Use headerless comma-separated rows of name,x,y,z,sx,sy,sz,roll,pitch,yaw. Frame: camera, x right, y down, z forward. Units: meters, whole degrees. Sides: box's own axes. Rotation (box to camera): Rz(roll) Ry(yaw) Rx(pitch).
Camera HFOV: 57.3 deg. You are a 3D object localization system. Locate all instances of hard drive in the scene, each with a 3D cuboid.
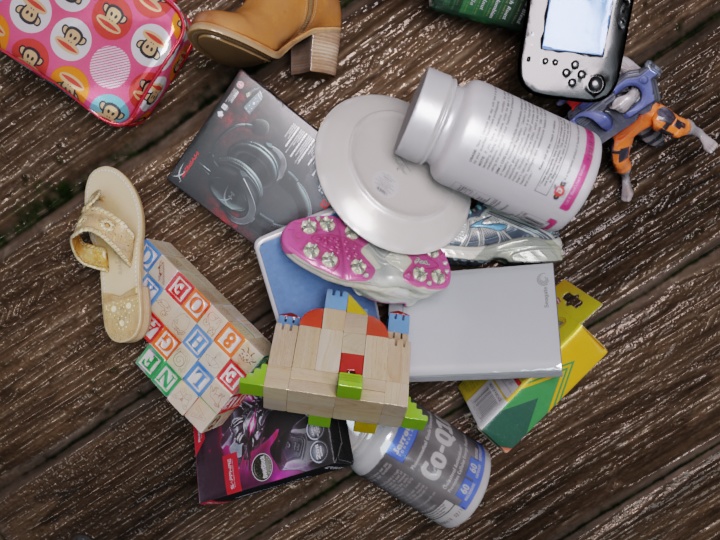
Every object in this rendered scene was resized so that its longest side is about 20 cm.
hard drive,0.129,0.061,0.769,0.196,0.027,0.134,-5,60,16

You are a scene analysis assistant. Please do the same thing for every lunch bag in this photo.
lunch bag,-0.287,-0.276,0.716,0.199,0.082,0.177,36,98,-9

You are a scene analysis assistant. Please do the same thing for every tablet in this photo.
tablet,-0.044,0.025,0.778,0.128,0.014,0.203,-23,126,-16

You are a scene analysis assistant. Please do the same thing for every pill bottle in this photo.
pill bottle,0.142,-0.131,0.703,0.197,0.113,0.115,23,100,-6
pill bottle,0.055,0.223,0.828,0.198,0.114,0.115,33,99,-10

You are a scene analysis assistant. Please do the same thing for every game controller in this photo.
game controller,0.219,-0.274,0.656,0.102,0.042,0.204,6,101,-5

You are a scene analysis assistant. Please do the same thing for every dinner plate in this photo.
dinner plate,0.044,-0.115,0.737,0.196,0.024,0.204,9,66,-21

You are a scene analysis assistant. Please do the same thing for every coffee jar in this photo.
coffee jar,0.176,-0.312,0.721,0.196,0.106,0.086,13,138,-5

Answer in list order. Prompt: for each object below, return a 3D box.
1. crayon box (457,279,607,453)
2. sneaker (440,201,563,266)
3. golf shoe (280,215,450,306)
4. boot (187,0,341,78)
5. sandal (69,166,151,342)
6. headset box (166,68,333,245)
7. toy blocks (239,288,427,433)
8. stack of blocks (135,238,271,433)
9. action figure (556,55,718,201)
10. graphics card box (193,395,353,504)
crayon box,0.214,0.111,0.805,0.051,0.127,0.200,41,98,-11
sneaker,0.146,-0.050,0.805,0.196,0.078,0.088,1,85,-6
golf shoe,0.000,0.000,0.733,0.196,0.092,0.077,15,57,-18
boot,-0.093,-0.294,0.686,0.198,0.076,0.159,-5,99,-42
sandal,-0.286,-0.027,0.733,0.076,0.070,0.216,-17,78,15
headset box,-0.097,-0.107,0.767,0.199,0.077,0.150,38,98,-9
toy blocks,-0.021,0.087,0.720,0.196,0.139,0.101,8,143,-2
stack of blocks,-0.206,0.074,0.773,0.200,0.059,0.116,43,96,12
action figure,0.281,-0.172,0.767,0.193,0.106,0.199,40,142,-21
graphics card box,-0.110,0.192,0.784,0.197,0.051,0.128,-21,64,21
